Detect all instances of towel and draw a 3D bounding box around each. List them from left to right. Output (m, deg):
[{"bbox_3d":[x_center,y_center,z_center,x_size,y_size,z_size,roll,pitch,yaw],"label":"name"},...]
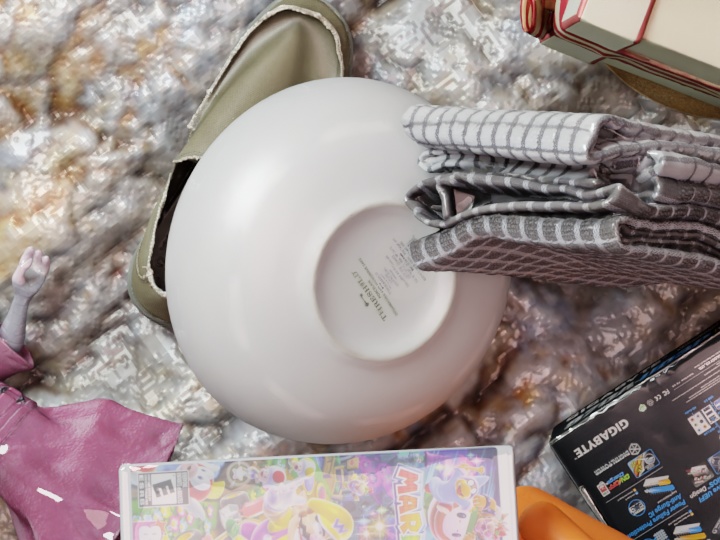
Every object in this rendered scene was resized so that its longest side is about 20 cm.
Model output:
[{"bbox_3d":[0.138,-0.030,1.304,0.199,0.165,0.086,7,90,-39],"label":"towel"}]

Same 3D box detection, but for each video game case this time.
[{"bbox_3d":[-0.019,0.164,1.263,0.199,0.018,0.144,-3,81,1],"label":"video game case"}]

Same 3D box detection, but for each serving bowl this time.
[{"bbox_3d":[0.000,0.000,1.349,0.199,0.066,0.201,-5,101,-25],"label":"serving bowl"}]

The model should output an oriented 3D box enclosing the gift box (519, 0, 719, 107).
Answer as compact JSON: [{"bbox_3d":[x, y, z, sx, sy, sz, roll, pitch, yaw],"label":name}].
[{"bbox_3d":[0.194,-0.181,1.295,0.186,0.200,0.185,20,85,-2],"label":"gift box"}]

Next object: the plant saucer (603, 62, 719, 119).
[{"bbox_3d":[0.209,-0.185,1.409,0.199,0.035,0.201,0,91,-3],"label":"plant saucer"}]

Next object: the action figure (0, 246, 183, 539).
[{"bbox_3d":[-0.192,0.090,1.377,0.199,0.134,0.149,32,134,10],"label":"action figure"}]

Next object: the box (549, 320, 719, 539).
[{"bbox_3d":[0.227,0.104,1.388,0.200,0.046,0.159,-34,92,10],"label":"box"}]

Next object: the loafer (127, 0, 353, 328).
[{"bbox_3d":[-0.062,-0.058,1.378,0.075,0.070,0.201,25,89,-3],"label":"loafer"}]

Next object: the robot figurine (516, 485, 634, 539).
[{"bbox_3d":[0.113,0.191,1.346,0.199,0.116,0.144,28,113,25],"label":"robot figurine"}]
